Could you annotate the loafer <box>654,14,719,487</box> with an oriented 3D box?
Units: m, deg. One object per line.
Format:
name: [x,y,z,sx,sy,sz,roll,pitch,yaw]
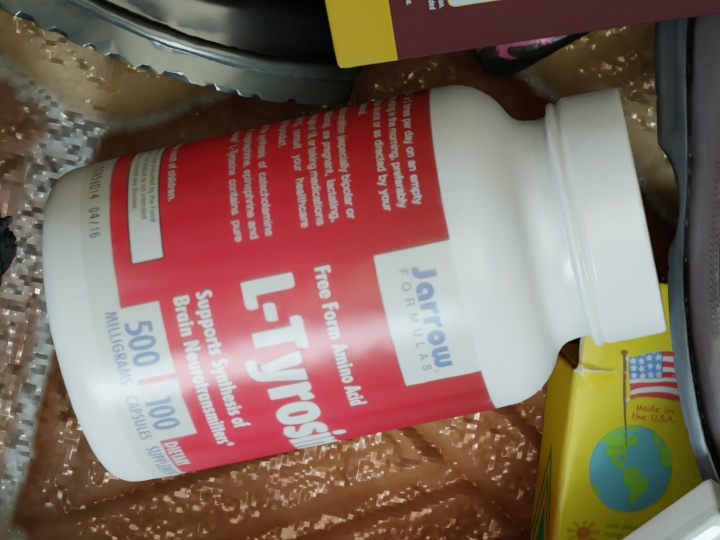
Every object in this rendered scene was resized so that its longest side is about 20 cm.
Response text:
loafer: [0.144,-0.006,0.866,0.063,0.072,0.201,-9,86,37]

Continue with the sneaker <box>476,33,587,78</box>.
sneaker: [0.113,-0.153,0.894,0.199,0.080,0.087,-29,90,-7]

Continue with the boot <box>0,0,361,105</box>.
boot: [-0.074,-0.157,0.861,0.210,0.079,0.158,22,101,-9]

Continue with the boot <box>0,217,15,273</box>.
boot: [-0.177,0.056,0.855,0.073,0.198,0.163,25,72,8]

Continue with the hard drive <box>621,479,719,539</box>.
hard drive: [0.085,0.171,0.893,0.200,0.026,0.132,-38,119,19]

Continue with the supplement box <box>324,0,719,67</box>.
supplement box: [0.074,-0.185,0.769,0.199,0.198,0.133,-8,57,2]

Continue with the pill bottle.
pill bottle: [0.000,0.000,0.868,0.199,0.112,0.113,-12,100,7]

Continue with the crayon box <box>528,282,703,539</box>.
crayon box: [0.128,0.102,0.944,0.126,0.051,0.201,6,98,-7]
